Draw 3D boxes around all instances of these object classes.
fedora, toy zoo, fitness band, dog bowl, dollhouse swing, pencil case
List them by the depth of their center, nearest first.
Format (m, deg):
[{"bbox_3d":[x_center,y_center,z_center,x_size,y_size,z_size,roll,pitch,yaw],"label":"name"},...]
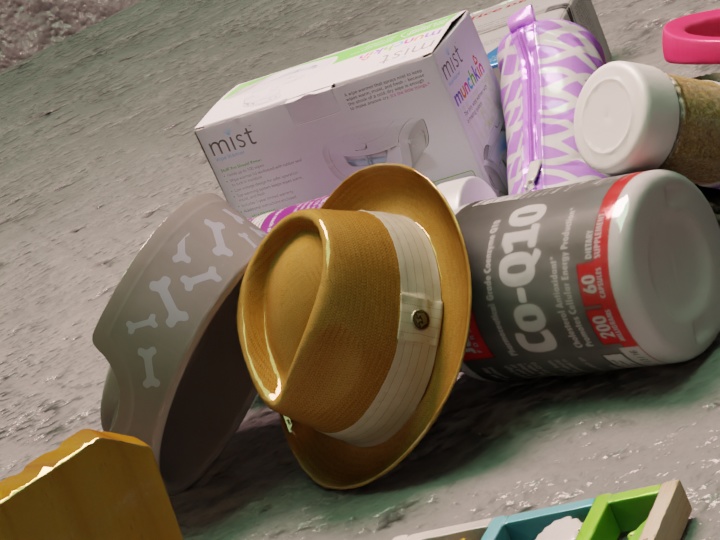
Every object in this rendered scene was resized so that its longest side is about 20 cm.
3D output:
[{"bbox_3d":[0.057,0.163,1.098,0.200,0.020,0.131,-16,19,28],"label":"toy zoo"},{"bbox_3d":[-0.184,0.178,1.117,0.200,0.176,0.182,-34,20,-26],"label":"dollhouse swing"},{"bbox_3d":[-0.018,0.028,1.316,0.082,0.201,0.200,13,-8,-36],"label":"fedora"},{"bbox_3d":[-0.109,0.053,1.396,0.059,0.200,0.200,24,36,14],"label":"dog bowl"},{"bbox_3d":[0.131,-0.086,1.508,0.084,0.085,0.200,-33,36,30],"label":"pencil case"},{"bbox_3d":[0.322,-0.169,1.616,0.200,0.037,0.144,-4,16,3],"label":"fitness band"}]

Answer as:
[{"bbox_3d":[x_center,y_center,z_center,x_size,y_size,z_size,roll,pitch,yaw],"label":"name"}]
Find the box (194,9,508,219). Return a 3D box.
[{"bbox_3d":[0.010,-0.068,1.589,0.200,0.177,0.097,-16,19,27],"label":"box"}]

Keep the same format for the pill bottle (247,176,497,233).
[{"bbox_3d":[0.000,0.000,1.507,0.200,0.112,0.112,-16,19,28],"label":"pill bottle"}]

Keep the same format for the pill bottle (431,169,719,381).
[{"bbox_3d":[0.110,0.008,1.331,0.200,0.114,0.114,-10,22,40],"label":"pill bottle"}]

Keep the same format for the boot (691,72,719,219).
[{"bbox_3d":[0.214,-0.073,1.536,0.182,0.073,0.200,-24,24,7],"label":"boot"}]

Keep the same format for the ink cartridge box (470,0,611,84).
[{"bbox_3d":[0.122,-0.164,1.880,0.145,0.084,0.200,-17,18,22],"label":"ink cartridge box"}]

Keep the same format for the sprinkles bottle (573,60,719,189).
[{"bbox_3d":[0.226,-0.082,1.354,0.200,0.068,0.068,7,-3,-34],"label":"sprinkles bottle"}]
